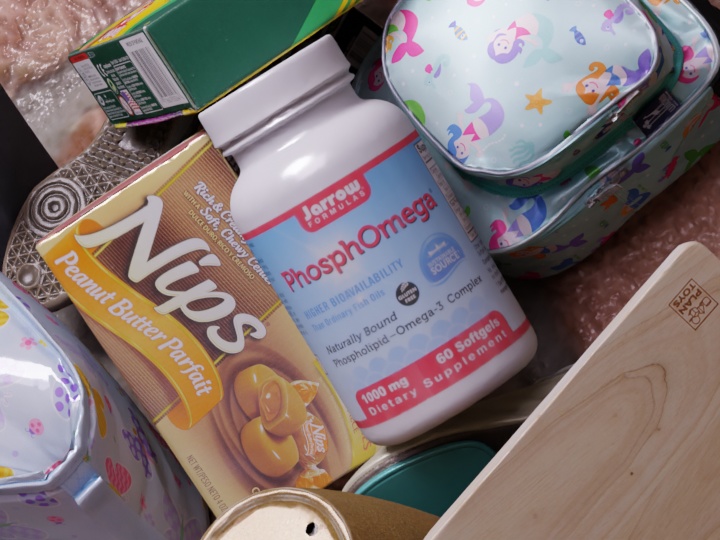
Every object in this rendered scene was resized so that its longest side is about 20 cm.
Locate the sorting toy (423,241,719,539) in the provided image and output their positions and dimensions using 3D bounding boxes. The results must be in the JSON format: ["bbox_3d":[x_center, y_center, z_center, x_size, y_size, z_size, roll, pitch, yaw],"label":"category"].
[{"bbox_3d":[0.162,0.125,1.390,0.199,0.070,0.200,42,84,-6],"label":"sorting toy"}]

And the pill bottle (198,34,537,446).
[{"bbox_3d":[0.001,-0.017,1.484,0.108,0.109,0.201,-31,95,9],"label":"pill bottle"}]

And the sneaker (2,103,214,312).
[{"bbox_3d":[-0.139,-0.052,1.701,0.070,0.076,0.201,29,78,19],"label":"sneaker"}]

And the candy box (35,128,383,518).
[{"bbox_3d":[-0.074,0.034,1.556,0.115,0.055,0.201,-33,95,7],"label":"candy box"}]

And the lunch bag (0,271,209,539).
[{"bbox_3d":[-0.184,0.099,1.579,0.127,0.170,0.200,-48,53,-5],"label":"lunch bag"}]

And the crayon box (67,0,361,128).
[{"bbox_3d":[-0.061,-0.152,1.584,0.172,0.058,0.200,-36,10,-14],"label":"crayon box"}]

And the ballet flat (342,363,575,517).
[{"bbox_3d":[0.083,0.089,1.518,0.199,0.069,0.070,-18,57,16],"label":"ballet flat"}]

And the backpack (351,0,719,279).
[{"bbox_3d":[0.093,-0.100,1.553,0.200,0.150,0.178,-45,66,17],"label":"backpack"}]

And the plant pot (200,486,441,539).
[{"bbox_3d":[-0.003,0.190,1.416,0.185,0.200,0.187,-13,60,22],"label":"plant pot"}]

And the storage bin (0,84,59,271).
[{"bbox_3d":[-0.266,-0.062,1.709,0.134,0.200,0.146,-5,61,13],"label":"storage bin"}]

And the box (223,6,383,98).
[{"bbox_3d":[-0.064,-0.061,1.658,0.201,0.035,0.110,-61,24,-13],"label":"box"}]
